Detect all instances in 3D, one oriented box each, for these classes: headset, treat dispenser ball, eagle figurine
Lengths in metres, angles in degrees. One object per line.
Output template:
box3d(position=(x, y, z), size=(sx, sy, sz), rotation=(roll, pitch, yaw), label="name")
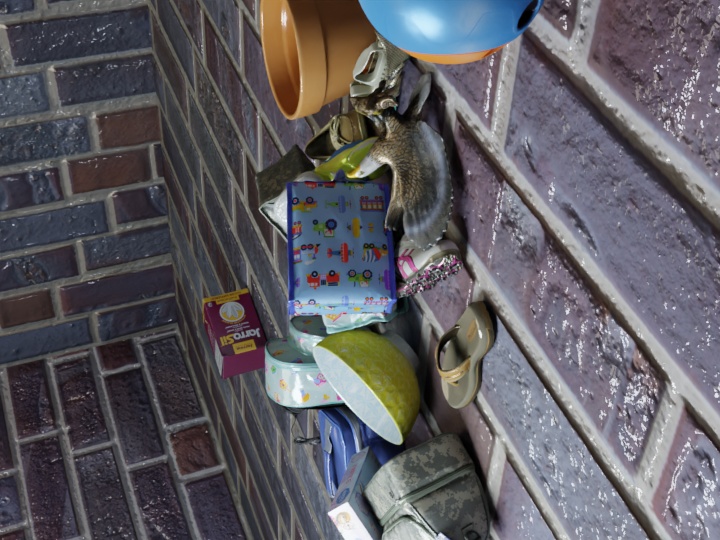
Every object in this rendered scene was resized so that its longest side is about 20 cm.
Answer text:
box3d(position=(-0.129, 0.287, 2.331), size=(0.124, 0.092, 0.204), rotation=(136, 135, -74), label="headset")
box3d(position=(0.088, -0.304, 1.007), size=(0.201, 0.198, 0.204), rotation=(168, 90, -72), label="treat dispenser ball")
box3d(position=(0.055, -0.145, 1.373), size=(0.149, 0.152, 0.201), rotation=(-18, 114, 38), label="eagle figurine")

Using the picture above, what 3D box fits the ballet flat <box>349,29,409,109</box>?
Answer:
box3d(position=(0.022, -0.269, 1.441), size=(0.201, 0.074, 0.069), rotation=(108, 144, -58), label="ballet flat")

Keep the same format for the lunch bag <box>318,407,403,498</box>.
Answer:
box3d(position=(-0.003, 0.331, 1.825), size=(0.136, 0.130, 0.204), rotation=(-148, 49, -66), label="lunch bag")

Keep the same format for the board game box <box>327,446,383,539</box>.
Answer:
box3d(position=(0.036, 0.407, 1.640), size=(0.202, 0.041, 0.200), rotation=(57, -164, -6), label="board game box")

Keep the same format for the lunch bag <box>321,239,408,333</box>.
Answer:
box3d(position=(0.000, 0.000, 1.611), size=(0.200, 0.120, 0.173), rotation=(-8, -95, -75), label="lunch bag")

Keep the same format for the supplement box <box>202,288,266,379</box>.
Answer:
box3d(position=(-0.331, 0.164, 2.738), size=(0.104, 0.129, 0.202), rotation=(100, 151, -50), label="supplement box")

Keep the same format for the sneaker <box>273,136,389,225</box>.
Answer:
box3d(position=(-0.040, -0.134, 1.572), size=(0.077, 0.198, 0.105), rotation=(61, -177, -13), label="sneaker")

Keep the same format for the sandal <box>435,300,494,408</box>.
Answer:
box3d(position=(0.130, 0.114, 1.393), size=(0.201, 0.053, 0.081), rotation=(102, 150, -52), label="sandal")

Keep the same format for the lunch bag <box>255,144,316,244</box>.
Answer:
box3d(position=(-0.079, -0.088, 1.764), size=(0.201, 0.117, 0.164), rotation=(53, -172, -24), label="lunch bag")

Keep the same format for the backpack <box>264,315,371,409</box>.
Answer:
box3d(position=(-0.070, 0.159, 1.808), size=(0.176, 0.197, 0.156), rotation=(-142, 43, -64), label="backpack")

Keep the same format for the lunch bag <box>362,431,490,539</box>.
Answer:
box3d(position=(0.103, 0.349, 1.514), size=(0.169, 0.138, 0.201), rotation=(61, 157, 17), label="lunch bag")

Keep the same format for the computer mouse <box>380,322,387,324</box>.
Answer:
box3d(position=(-0.002, 0.033, 1.785), size=(0.200, 0.033, 0.060), rotation=(-129, 33, -55), label="computer mouse")

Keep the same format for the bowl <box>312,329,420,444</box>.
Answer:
box3d(position=(0.030, 0.158, 1.610), size=(0.200, 0.108, 0.201), rotation=(42, 161, 18), label="bowl")

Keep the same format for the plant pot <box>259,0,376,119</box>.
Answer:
box3d(position=(-0.056, -0.334, 1.535), size=(0.200, 0.138, 0.204), rotation=(168, 90, -72), label="plant pot")

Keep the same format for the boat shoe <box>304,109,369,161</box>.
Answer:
box3d(position=(-0.037, -0.212, 1.683), size=(0.200, 0.062, 0.075), rotation=(180, 78, -72), label="boat shoe")

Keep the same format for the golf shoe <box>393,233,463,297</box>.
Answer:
box3d(position=(0.080, -0.021, 1.429), size=(0.200, 0.071, 0.094), rotation=(147, 111, -72), label="golf shoe")

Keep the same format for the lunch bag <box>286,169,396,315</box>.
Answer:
box3d(position=(-0.030, -0.045, 1.465), size=(0.094, 0.148, 0.204), rotation=(107, 162, -76), label="lunch bag")
